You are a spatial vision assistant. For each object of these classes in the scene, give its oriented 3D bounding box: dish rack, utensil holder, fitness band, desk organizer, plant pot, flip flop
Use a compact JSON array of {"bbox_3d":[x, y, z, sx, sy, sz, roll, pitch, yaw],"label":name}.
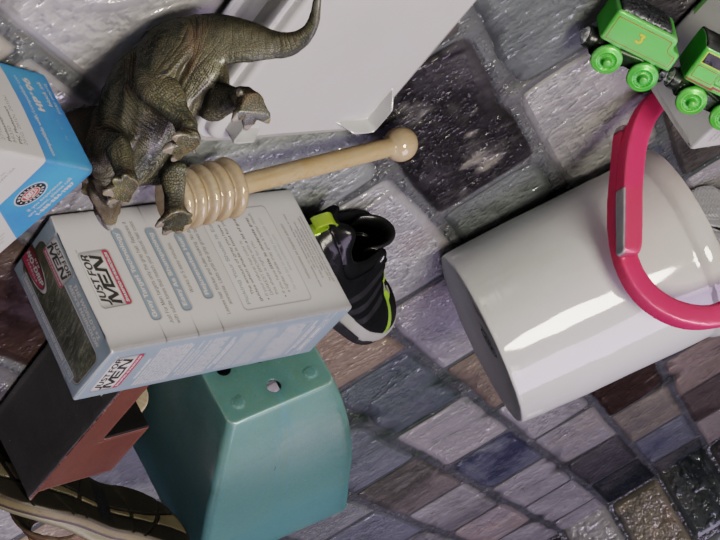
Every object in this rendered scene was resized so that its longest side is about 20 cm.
[{"bbox_3d":[-0.005,-0.137,0.946,0.171,0.044,0.200,-8,150,-43],"label":"dish rack"},{"bbox_3d":[0.190,0.017,1.401,0.199,0.171,0.170,-26,160,-4],"label":"utensil holder"},{"bbox_3d":[0.267,-0.053,1.308,0.143,0.201,0.037,8,169,-14],"label":"fitness band"},{"bbox_3d":[-0.181,0.077,1.182,0.077,0.072,0.200,-12,154,-44],"label":"desk organizer"},{"bbox_3d":[-0.090,0.115,1.311,0.141,0.142,0.200,-21,153,-21],"label":"plant pot"},{"bbox_3d":[-0.225,0.189,1.273,0.199,0.081,0.058,26,112,-31],"label":"flip flop"}]

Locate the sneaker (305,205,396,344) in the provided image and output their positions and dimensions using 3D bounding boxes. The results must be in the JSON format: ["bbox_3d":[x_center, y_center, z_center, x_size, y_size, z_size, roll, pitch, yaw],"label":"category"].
[{"bbox_3d":[0.000,0.000,1.240,0.083,0.072,0.200,-35,159,13],"label":"sneaker"}]

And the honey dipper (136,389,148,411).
[{"bbox_3d":[-0.217,0.143,1.345,0.038,0.038,0.200,-16,158,-32],"label":"honey dipper"}]

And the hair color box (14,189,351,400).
[{"bbox_3d":[-0.112,0.012,1.074,0.199,0.099,0.061,-9,153,-44],"label":"hair color box"}]

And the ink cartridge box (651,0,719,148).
[{"bbox_3d":[0.334,-0.174,1.256,0.199,0.084,0.145,-11,153,-41],"label":"ink cartridge box"}]

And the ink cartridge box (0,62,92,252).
[{"bbox_3d":[-0.240,-0.054,0.788,0.116,0.068,0.200,-37,159,21],"label":"ink cartridge box"}]

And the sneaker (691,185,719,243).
[{"bbox_3d":[0.359,-0.036,1.636,0.199,0.075,0.115,-24,157,-25],"label":"sneaker"}]

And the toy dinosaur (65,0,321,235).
[{"bbox_3d":[-0.104,-0.089,0.872,0.077,0.103,0.200,14,126,-44],"label":"toy dinosaur"}]

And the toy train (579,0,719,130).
[{"bbox_3d":[0.245,-0.134,1.148,0.199,0.042,0.057,22,125,-17],"label":"toy train"}]

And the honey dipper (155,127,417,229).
[{"bbox_3d":[-0.040,-0.066,1.064,0.199,0.038,0.038,-18,158,-37],"label":"honey dipper"}]
